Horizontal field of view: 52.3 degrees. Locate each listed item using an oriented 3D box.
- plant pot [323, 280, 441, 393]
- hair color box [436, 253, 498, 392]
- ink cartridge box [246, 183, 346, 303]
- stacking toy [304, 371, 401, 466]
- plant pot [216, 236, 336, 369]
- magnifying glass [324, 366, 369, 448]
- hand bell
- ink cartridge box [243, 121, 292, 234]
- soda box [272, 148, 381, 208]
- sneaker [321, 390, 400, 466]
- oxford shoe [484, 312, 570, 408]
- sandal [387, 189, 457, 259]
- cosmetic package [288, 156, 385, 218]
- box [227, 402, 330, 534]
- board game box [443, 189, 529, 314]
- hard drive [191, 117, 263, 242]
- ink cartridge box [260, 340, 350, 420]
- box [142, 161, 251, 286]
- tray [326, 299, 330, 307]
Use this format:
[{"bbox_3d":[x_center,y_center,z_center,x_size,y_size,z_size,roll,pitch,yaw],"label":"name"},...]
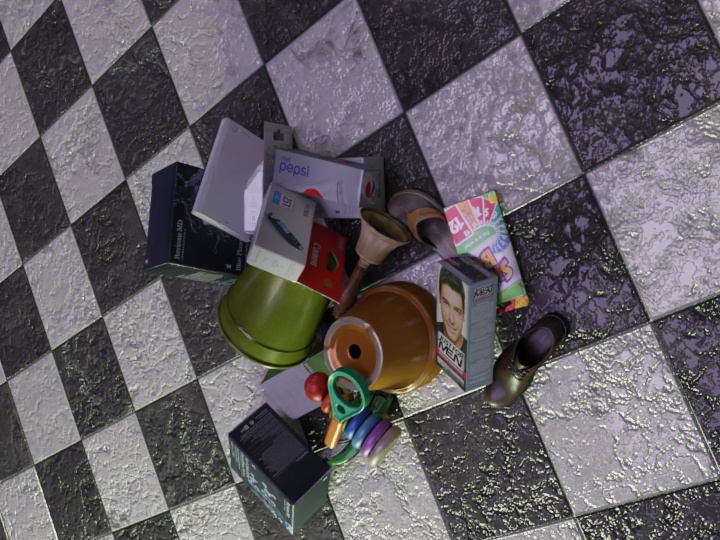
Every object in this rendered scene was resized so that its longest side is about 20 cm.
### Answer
[{"bbox_3d":[0.034,0.131,1.307,0.196,0.182,0.206,4,98,32],"label":"plant pot"},{"bbox_3d":[0.175,0.088,1.224,0.099,0.059,0.204,41,139,54],"label":"hair color box"},{"bbox_3d":[-0.097,-0.052,1.271,0.173,0.202,0.045,24,124,-14],"label":"ink cartridge box"},{"bbox_3d":[-0.022,0.259,1.339,0.199,0.085,0.086,40,115,16],"label":"stacking toy"},{"bbox_3d":[-0.139,0.037,1.341,0.200,0.199,0.195,45,125,20],"label":"plant pot"},{"bbox_3d":[-0.033,0.241,1.266,0.079,0.022,0.202,35,136,19],"label":"magnifying glass"},{"bbox_3d":[0.000,0.000,1.318,0.104,0.103,0.202,40,116,22],"label":"hand bell"},{"bbox_3d":[-0.178,-0.179,1.422,0.056,0.162,0.205,-1,97,14],"label":"ink cartridge box"},{"bbox_3d":[-0.062,-0.167,1.311,0.197,0.063,0.070,18,108,30],"label":"soda box"},{"bbox_3d":[-0.011,0.298,1.416,0.085,0.078,0.201,43,108,7],"label":"sneaker"},{"bbox_3d":[0.262,0.155,1.223,0.072,0.084,0.202,40,117,20],"label":"oxford shoe"},{"bbox_3d":[0.124,-0.074,1.302,0.200,0.054,0.081,44,116,21],"label":"sandal"},{"bbox_3d":[-0.054,-0.157,1.392,0.196,0.081,0.116,0,98,32],"label":"cosmetic package"},{"bbox_3d":[-0.165,0.398,1.479,0.199,0.106,0.150,39,146,23],"label":"box"},{"bbox_3d":[0.215,-0.025,1.247,0.094,0.030,0.204,-17,92,17],"label":"board game box"},{"bbox_3d":[-0.242,-0.176,1.435,0.026,0.131,0.204,-8,62,48],"label":"hard drive"},{"bbox_3d":[-0.093,0.209,1.450,0.198,0.060,0.104,-31,106,32],"label":"ink cartridge box"},{"bbox_3d":[-0.311,-0.086,1.457,0.116,0.197,0.202,-11,73,48],"label":"box"},{"bbox_3d":[-0.134,0.094,1.500,0.098,0.037,0.203,38,115,24],"label":"tray"}]
